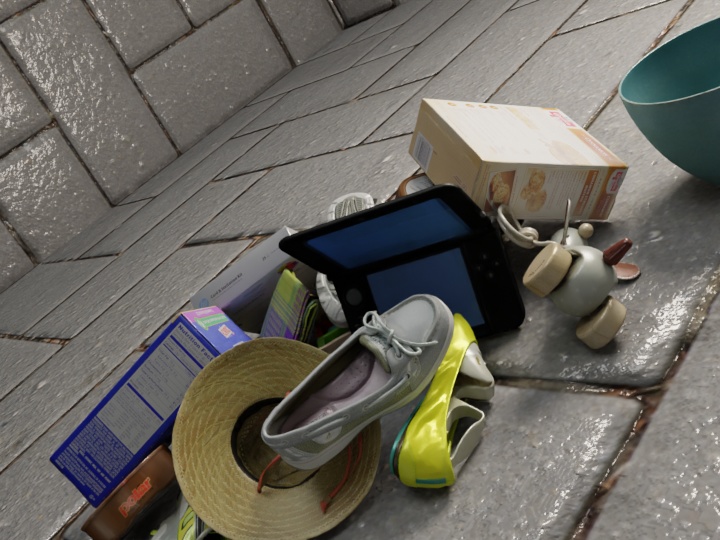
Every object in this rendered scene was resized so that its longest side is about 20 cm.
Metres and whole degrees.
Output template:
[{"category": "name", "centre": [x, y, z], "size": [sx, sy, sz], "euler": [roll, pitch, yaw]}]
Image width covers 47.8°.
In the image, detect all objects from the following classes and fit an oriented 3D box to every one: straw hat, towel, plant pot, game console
[{"category": "straw hat", "centre": [-0.074, 0.170, 0.787], "size": [0.199, 0.202, 0.085], "euler": [-33, -19, -5]}, {"category": "towel", "centre": [-0.094, 0.106, 0.905], "size": [0.143, 0.022, 0.203], "euler": [-147, 72, -69]}, {"category": "plant pot", "centre": [0.390, -0.170, 0.851], "size": [0.198, 0.136, 0.201], "euler": [-27, 22, 12]}, {"category": "game console", "centre": [0.045, 0.013, 0.827], "size": [0.197, 0.179, 0.116], "euler": [-16, 9, 25]}]

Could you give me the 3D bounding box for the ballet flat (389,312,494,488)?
[{"category": "ballet flat", "centre": [0.088, 0.120, 0.754], "size": [0.066, 0.068, 0.201], "euler": [5, 40, 23]}]

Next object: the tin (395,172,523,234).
[{"category": "tin", "centre": [0.120, -0.081, 0.958], "size": [0.111, 0.042, 0.199], "euler": [32, 36, 31]}]

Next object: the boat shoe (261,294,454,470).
[{"category": "boat shoe", "centre": [0.000, 0.093, 0.719], "size": [0.201, 0.065, 0.075], "euler": [-39, 57, -4]}]

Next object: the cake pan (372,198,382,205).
[{"category": "cake pan", "centre": [-0.033, -0.042, 1.225], "size": [0.199, 0.037, 0.201], "euler": [-36, 12, 9]}]

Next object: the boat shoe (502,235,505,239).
[{"category": "boat shoe", "centre": [0.134, -0.023, 0.975], "size": [0.072, 0.064, 0.202], "euler": [-19, 25, 27]}]

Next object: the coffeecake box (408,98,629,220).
[{"category": "coffeecake box", "centre": [0.178, -0.128, 0.935], "size": [0.197, 0.074, 0.154], "euler": [-1, 35, -25]}]

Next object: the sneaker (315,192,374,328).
[{"category": "sneaker", "centre": [0.000, 0.000, 1.008], "size": [0.077, 0.100, 0.202], "euler": [-8, 45, 18]}]

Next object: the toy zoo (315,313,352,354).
[{"category": "toy zoo", "centre": [0.003, 0.048, 1.029], "size": [0.130, 0.021, 0.200], "euler": [-30, 13, 1]}]

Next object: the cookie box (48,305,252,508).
[{"category": "cookie box", "centre": [-0.214, 0.138, 0.878], "size": [0.200, 0.075, 0.171], "euler": [-47, -2, 1]}]

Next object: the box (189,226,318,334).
[{"category": "box", "centre": [-0.103, 0.022, 1.047], "size": [0.155, 0.042, 0.200], "euler": [-35, -19, 14]}]

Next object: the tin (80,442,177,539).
[{"category": "tin", "centre": [-0.231, 0.236, 0.840], "size": [0.112, 0.042, 0.200], "euler": [-50, -1, -23]}]

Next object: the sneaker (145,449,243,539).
[{"category": "sneaker", "centre": [-0.140, 0.238, 0.795], "size": [0.075, 0.076, 0.201], "euler": [-4, 41, 27]}]

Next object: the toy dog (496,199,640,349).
[{"category": "toy dog", "centre": [0.220, -0.017, 0.794], "size": [0.096, 0.131, 0.201], "euler": [-46, 25, 23]}]

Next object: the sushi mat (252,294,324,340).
[{"category": "sushi mat", "centre": [-0.116, 0.092, 1.021], "size": [0.199, 0.012, 0.095], "euler": [-38, -14, 16]}]
